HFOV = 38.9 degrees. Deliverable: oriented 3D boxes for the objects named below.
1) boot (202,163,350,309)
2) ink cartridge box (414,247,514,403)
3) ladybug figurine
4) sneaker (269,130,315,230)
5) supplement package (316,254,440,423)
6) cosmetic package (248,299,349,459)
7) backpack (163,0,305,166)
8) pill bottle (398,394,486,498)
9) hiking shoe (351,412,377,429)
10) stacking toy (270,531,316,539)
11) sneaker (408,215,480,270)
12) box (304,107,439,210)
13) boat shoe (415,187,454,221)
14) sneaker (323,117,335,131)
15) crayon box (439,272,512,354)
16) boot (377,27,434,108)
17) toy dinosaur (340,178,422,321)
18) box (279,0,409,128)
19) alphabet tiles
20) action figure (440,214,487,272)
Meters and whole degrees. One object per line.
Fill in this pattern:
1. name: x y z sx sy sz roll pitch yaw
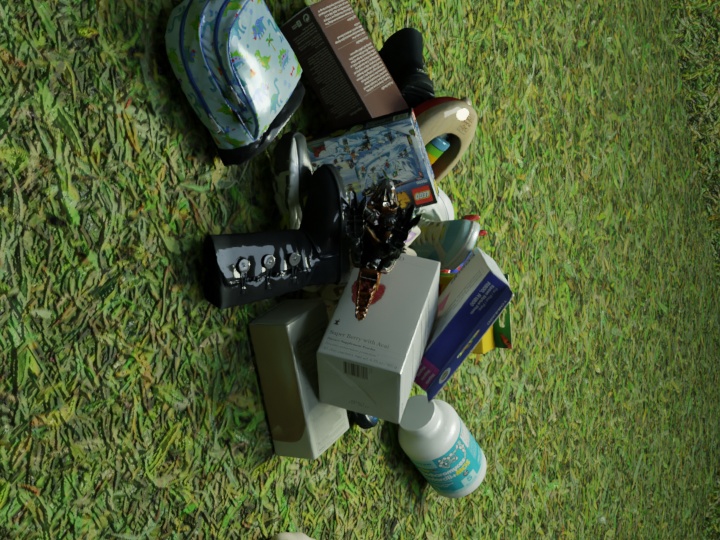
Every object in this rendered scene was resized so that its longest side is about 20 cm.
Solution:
1. boot: -0.113 -0.047 1.333 0.198 0.065 0.167 -9 97 -26
2. ink cartridge box: 0.136 0.074 1.489 0.197 0.043 0.200 -53 -172 10
3. ladybug figurine: 0.091 -0.187 1.527 0.135 0.200 0.072 23 27 -53
4. sneaker: -0.074 -0.099 1.429 0.084 0.074 0.203 -13 113 -24
5. supplement package: 0.028 0.084 1.408 0.121 0.120 0.201 88 19 -49
6. cosmetic package: -0.085 0.150 1.430 0.105 0.070 0.203 -31 116 -55
7. backpack: -0.157 -0.258 1.277 0.201 0.153 0.164 51 55 -27
8. pill bottle: 0.133 0.295 1.736 0.201 0.110 0.112 55 47 -41
9. hiking shoe: 0.042 0.155 1.614 0.074 0.086 0.202 44 54 -48
10. stacking toy: -0.089 0.477 1.402 0.146 0.145 0.202 28 83 -54
11. sneaker: 0.100 -0.058 1.625 0.130 0.200 0.080 28 71 -14
12. box: -0.001 -0.139 1.449 0.040 0.197 0.138 -78 152 -57
13. boat shoe: 0.092 -0.128 1.712 0.066 0.071 0.201 -61 137 -30
14. sneaker: -0.024 -0.127 1.528 0.075 0.070 0.202 -38 120 -49
15. crayon box: 0.150 0.068 1.679 0.051 0.198 0.129 -16 102 -56
16. boot: 0.048 -0.267 1.619 0.076 0.201 0.169 19 36 -21
17. toy dinosaur: 0.025 -0.033 1.346 0.136 0.101 0.202 98 -17 -64
18. box: -0.022 -0.291 1.476 0.201 0.075 0.100 59 40 -7
19. alphabet tiles: 0.000 0.000 1.496 0.200 0.015 0.195 -49 149 14
20. action figure: 0.184 -0.015 1.878 0.201 0.051 0.066 -62 141 -33
